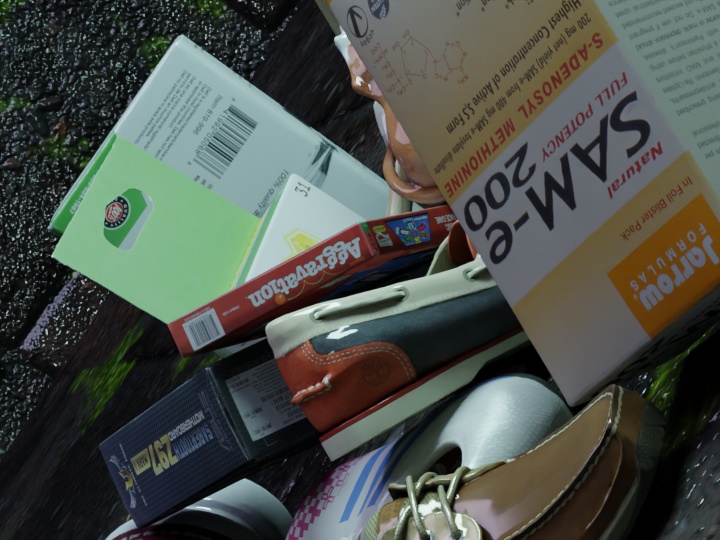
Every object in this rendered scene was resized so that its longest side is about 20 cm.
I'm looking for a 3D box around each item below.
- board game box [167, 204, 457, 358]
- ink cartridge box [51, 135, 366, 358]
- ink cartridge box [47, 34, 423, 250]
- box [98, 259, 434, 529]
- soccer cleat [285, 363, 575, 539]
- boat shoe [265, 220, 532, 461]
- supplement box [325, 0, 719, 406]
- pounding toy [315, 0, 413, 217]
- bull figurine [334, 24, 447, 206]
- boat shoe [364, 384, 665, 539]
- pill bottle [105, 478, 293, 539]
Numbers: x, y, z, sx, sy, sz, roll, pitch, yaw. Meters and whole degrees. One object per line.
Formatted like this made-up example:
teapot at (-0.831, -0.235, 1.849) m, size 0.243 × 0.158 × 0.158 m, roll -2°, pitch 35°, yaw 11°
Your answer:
board game box at (0.000, 0.000, 1.207) m, size 0.102 × 0.020 × 0.200 m, roll -27°, pitch -5°, yaw 23°
ink cartridge box at (-0.063, -0.006, 1.518) m, size 0.048 × 0.199 × 0.146 m, roll -52°, pitch 10°, yaw 32°
ink cartridge box at (-0.074, -0.032, 1.679) m, size 0.147 × 0.199 × 0.083 m, roll -54°, pitch 6°, yaw 5°
box at (-0.008, 0.048, 1.244) m, size 0.199 × 0.051 × 0.158 m, roll -24°, pitch -5°, yaw -29°
soccer cleat at (0.014, 0.111, 1.118) m, size 0.200 × 0.070 × 0.086 m, roll -45°, pitch 5°, yaw 43°
boat shoe at (0.051, 0.009, 1.118) m, size 0.199 × 0.063 × 0.071 m, roll -29°, pitch -6°, yaw -27°
supplement box at (0.083, -0.069, 1.001) m, size 0.073 × 0.201 × 0.126 m, roll -21°, pitch -16°, yaw -39°
pounding toy at (0.046, -0.138, 1.536) m, size 0.141 × 0.201 × 0.184 m, roll -20°, pitch 25°, yaw 26°
bull figurine at (0.088, -0.104, 1.229) m, size 0.199 × 0.122 × 0.065 m, roll -28°, pitch -39°, yaw -11°
boat shoe at (0.035, 0.115, 1.004) m, size 0.200 × 0.074 × 0.076 m, roll -51°, pitch 11°, yaw 29°
pill bottle at (-0.091, 0.188, 1.266) m, size 0.113 × 0.113 × 0.200 m, roll -49°, pitch 12°, yaw 34°
